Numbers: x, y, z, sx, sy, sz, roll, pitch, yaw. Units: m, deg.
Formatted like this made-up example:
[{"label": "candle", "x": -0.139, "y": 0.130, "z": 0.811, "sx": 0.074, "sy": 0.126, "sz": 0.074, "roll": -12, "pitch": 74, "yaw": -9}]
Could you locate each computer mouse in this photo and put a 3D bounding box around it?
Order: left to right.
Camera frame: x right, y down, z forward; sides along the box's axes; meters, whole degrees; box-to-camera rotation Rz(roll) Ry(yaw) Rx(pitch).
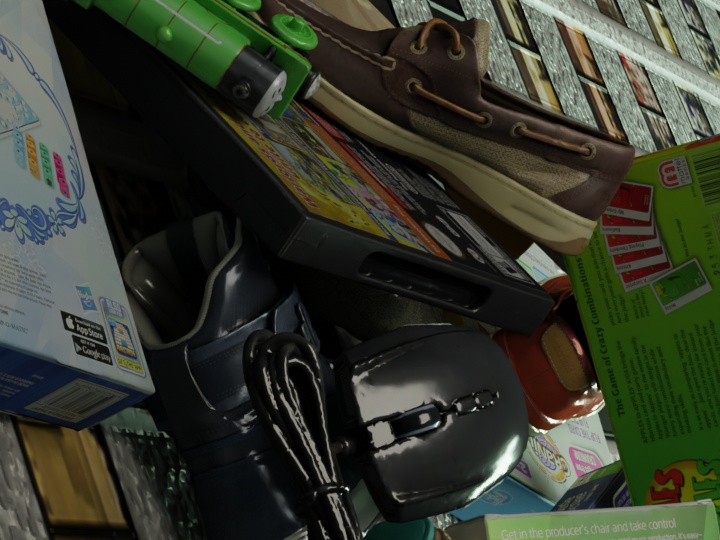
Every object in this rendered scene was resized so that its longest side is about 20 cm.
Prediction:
[{"label": "computer mouse", "x": 0.033, "y": 0.085, "z": 1.006, "sx": 0.200, "sy": 0.046, "sz": 0.141, "roll": 3, "pitch": 69, "yaw": -64}]

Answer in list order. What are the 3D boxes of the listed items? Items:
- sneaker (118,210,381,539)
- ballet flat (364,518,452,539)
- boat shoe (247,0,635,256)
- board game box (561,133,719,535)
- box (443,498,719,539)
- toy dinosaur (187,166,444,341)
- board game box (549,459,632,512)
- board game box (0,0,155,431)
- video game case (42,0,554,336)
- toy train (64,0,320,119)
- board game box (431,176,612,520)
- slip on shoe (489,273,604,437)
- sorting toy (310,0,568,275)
[{"label": "sneaker", "x": -0.031, "y": 0.035, "z": 1.087, "sx": 0.147, "sy": 0.077, "sz": 0.202, "roll": 63, "pitch": 22, "yaw": -6}, {"label": "ballet flat", "x": 0.009, "y": 0.168, "z": 1.042, "sx": 0.200, "sy": 0.070, "sz": 0.066, "roll": -52, "pitch": 127, "yaw": -63}, {"label": "boat shoe", "x": 0.036, "y": -0.086, "z": 1.180, "sx": 0.199, "sy": 0.072, "sz": 0.072, "roll": 33, "pitch": 14, "yaw": -7}, {"label": "board game box", "x": 0.166, "y": 0.041, "z": 1.234, "sx": 0.048, "sy": 0.101, "sz": 0.201, "roll": -22, "pitch": 97, "yaw": -67}, {"label": "box", "x": 0.114, "y": 0.205, "z": 1.142, "sx": 0.144, "sy": 0.036, "sz": 0.202, "roll": 1, "pitch": 76, "yaw": -38}, {"label": "toy dinosaur", "x": 0.000, "y": 0.000, "z": 1.200, "sx": 0.200, "sy": 0.077, "sz": 0.103, "roll": 49, "pitch": 10, "yaw": -40}, {"label": "board game box", "x": 0.112, "y": 0.193, "z": 1.221, "sx": 0.136, "sy": 0.034, "sz": 0.200, "roll": 60, "pitch": 35, "yaw": -7}, {"label": "board game box", "x": -0.168, "y": -0.054, "z": 0.923, "sx": 0.200, "sy": 0.043, "sz": 0.200, "roll": 25, "pitch": 43, "yaw": -57}, {"label": "video game case", "x": -0.029, "y": -0.053, "z": 1.123, "sx": 0.180, "sy": 0.026, "sz": 0.200, "roll": 18, "pitch": 22, "yaw": -51}, {"label": "toy train", "x": -0.104, "y": -0.126, "z": 1.061, "sx": 0.199, "sy": 0.042, "sz": 0.056, "roll": 34, "pitch": 27, "yaw": 1}, {"label": "board game box", "x": 0.072, "y": 0.050, "z": 1.354, "sx": 0.153, "sy": 0.040, "sz": 0.201, "roll": 35, "pitch": 35, "yaw": -50}, {"label": "slip on shoe", "x": 0.113, "y": 0.037, "z": 1.323, "sx": 0.074, "sy": 0.061, "sz": 0.200, "roll": 61, "pitch": 20, "yaw": 1}, {"label": "sorting toy", "x": 0.039, "y": -0.077, "z": 1.336, "sx": 0.200, "sy": 0.037, "sz": 0.185, "roll": 39, "pitch": 11, "yaw": -16}]
